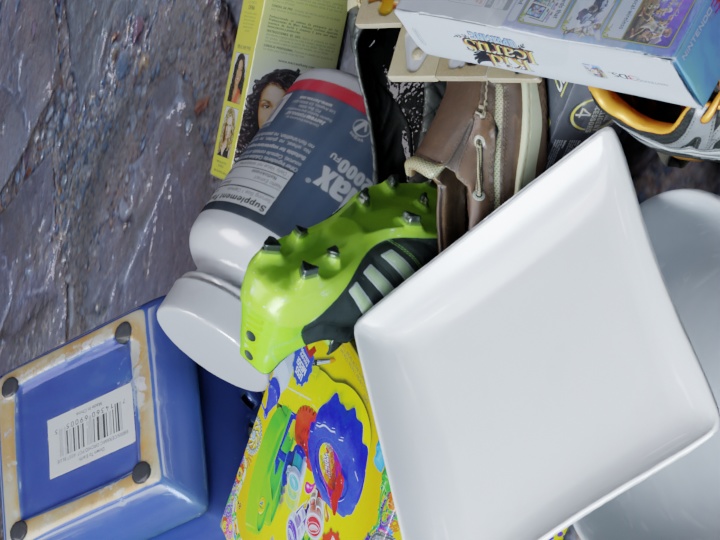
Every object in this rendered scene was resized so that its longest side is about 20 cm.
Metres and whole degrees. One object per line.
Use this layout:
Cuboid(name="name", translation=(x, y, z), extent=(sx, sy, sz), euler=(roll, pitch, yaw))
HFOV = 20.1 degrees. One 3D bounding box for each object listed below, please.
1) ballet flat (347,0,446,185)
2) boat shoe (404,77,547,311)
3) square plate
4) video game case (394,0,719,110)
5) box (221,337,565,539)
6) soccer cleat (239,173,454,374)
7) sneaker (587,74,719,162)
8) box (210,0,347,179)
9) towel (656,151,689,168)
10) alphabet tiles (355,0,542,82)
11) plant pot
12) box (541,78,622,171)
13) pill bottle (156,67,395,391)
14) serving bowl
Cuboid(name="ballet flat", translation=(0.025, -0.108, 1.297), extent=(0.066, 0.057, 0.202), euler=(-26, 68, 38))
Cuboid(name="boat shoe", translation=(0.063, -0.066, 1.154), extent=(0.075, 0.074, 0.204), euler=(167, 97, -72))
Cuboid(name="square plate", translation=(0.089, 0.055, 1.059), extent=(0.198, 0.028, 0.201), euler=(-38, 46, 27))
Cuboid(name="video game case", translation=(0.139, -0.186, 1.035), extent=(0.180, 0.045, 0.201), euler=(16, 69, 43))
Cuboid(name="box", translation=(0.021, 0.141, 1.249), extent=(0.200, 0.121, 0.194), euler=(54, 131, 55))
Cuboid(name="soccer cleat", translation=(0.000, 0.000, 1.192), extent=(0.067, 0.199, 0.082), euler=(36, 128, 28))
Cuboid(name="sneaker", translation=(0.198, -0.084, 1.000), extent=(0.199, 0.077, 0.079), euler=(0, 81, 45))
Cuboid(name="box", translation=(-0.058, -0.164, 1.572), extent=(0.050, 0.075, 0.202), euler=(-157, 76, -65))
Cuboid(name="towel", translation=(0.192, -0.180, 1.131), extent=(0.193, 0.034, 0.201), euler=(-60, 31, 31))
Cuboid(name="alphabet tiles", translation=(0.082, -0.196, 1.134), extent=(0.165, 0.006, 0.202), euler=(4, 69, 35))
Cuboid(name="plant pot", translation=(-0.149, 0.143, 1.462), extent=(0.199, 0.180, 0.201), euler=(-24, 54, 23))
Cuboid(name="box", translation=(0.109, -0.132, 1.199), extent=(0.201, 0.049, 0.162), euler=(108, 156, -51))
Cuboid(name="pill bottle", translation=(-0.044, -0.024, 1.360), extent=(0.201, 0.119, 0.119), euler=(-56, 19, -20))
Cuboid(name="serving bowl", translation=(0.177, 0.062, 1.039), extent=(0.200, 0.065, 0.202), euler=(-27, 59, 58))
